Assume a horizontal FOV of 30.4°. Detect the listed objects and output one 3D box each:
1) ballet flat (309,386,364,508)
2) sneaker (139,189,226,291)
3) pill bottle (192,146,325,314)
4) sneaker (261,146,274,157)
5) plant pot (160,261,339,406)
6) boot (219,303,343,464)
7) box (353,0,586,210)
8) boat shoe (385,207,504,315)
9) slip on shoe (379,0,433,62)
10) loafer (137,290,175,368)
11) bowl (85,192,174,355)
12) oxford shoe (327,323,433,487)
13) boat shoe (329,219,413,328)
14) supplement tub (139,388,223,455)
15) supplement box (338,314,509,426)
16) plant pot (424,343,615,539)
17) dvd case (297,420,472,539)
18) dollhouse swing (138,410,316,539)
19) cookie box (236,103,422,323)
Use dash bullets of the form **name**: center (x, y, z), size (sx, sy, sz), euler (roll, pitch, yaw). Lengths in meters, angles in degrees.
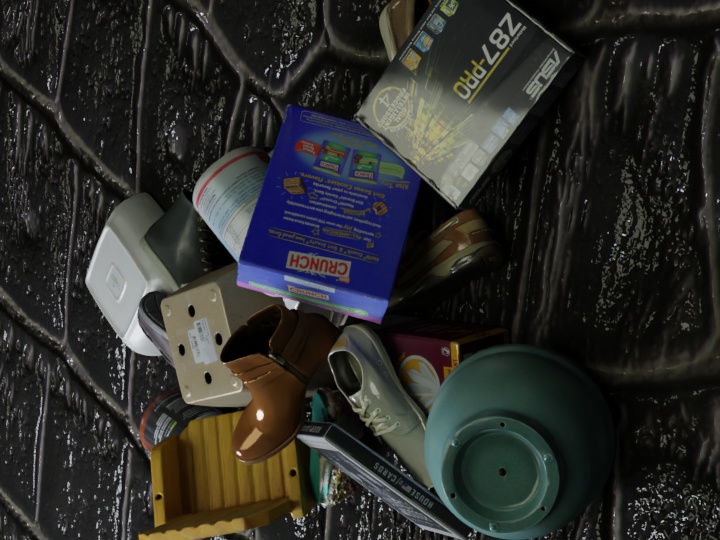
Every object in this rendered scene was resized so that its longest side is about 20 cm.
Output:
- **ballet flat**: center (-0.028, 0.211, 1.634), size (0.201, 0.064, 0.076), euler (96, 154, -43)
- **sneaker**: center (-0.210, -0.015, 1.806), size (0.200, 0.075, 0.106), euler (43, 108, 17)
- **pill bottle**: center (-0.100, -0.042, 1.544), size (0.200, 0.108, 0.109), euler (50, 131, 22)
- **sneaker**: center (-0.110, -0.129, 1.669), size (0.200, 0.074, 0.080), euler (-44, 61, 44)
- **plant pot**: center (-0.132, 0.076, 1.660), size (0.200, 0.177, 0.201), euler (-17, 86, 49)
- **boot**: center (-0.107, 0.126, 1.476), size (0.200, 0.155, 0.077), euler (-45, 59, 10)
- **box**: center (0.109, -0.188, 1.363), size (0.161, 0.049, 0.200), euler (44, 108, 19)
- **boat shoe**: center (0.079, -0.008, 1.490), size (0.200, 0.075, 0.074), euler (-30, 69, 40)
- **slip on shoe**: center (0.078, -0.212, 1.440), size (0.061, 0.076, 0.201), euler (-33, 66, 54)
- **loafer**: center (-0.237, 0.114, 1.854), size (0.200, 0.072, 0.063), euler (46, 142, 8)
- **bowl**: center (-0.330, 0.013, 1.947), size (0.200, 0.074, 0.200), euler (52, 133, 25)
- **oxford shoe**: center (0.024, 0.155, 1.457), size (0.075, 0.058, 0.201), euler (-33, 86, 48)
- **boat shoe**: center (0.000, 0.000, 1.570), size (0.062, 0.071, 0.201), euler (35, 119, 25)
- **supplement tub**: center (-0.213, 0.249, 1.843), size (0.200, 0.107, 0.107), euler (28, 119, 41)
- **supplement box**: center (0.072, 0.117, 1.508), size (0.200, 0.085, 0.111), euler (5, 103, 48)
- **plant pot**: center (0.151, 0.187, 1.335), size (0.199, 0.134, 0.201), euler (3, 100, 15)
- **dvd case**: center (0.023, 0.237, 1.509), size (0.200, 0.025, 0.150), euler (38, 166, -9)
- **dollhouse swing**: center (-0.180, 0.254, 1.665), size (0.199, 0.176, 0.183), euler (-12, 71, 14)
- **cookie box**: center (-0.029, -0.062, 1.454), size (0.075, 0.170, 0.201), euler (100, -174, -66)
